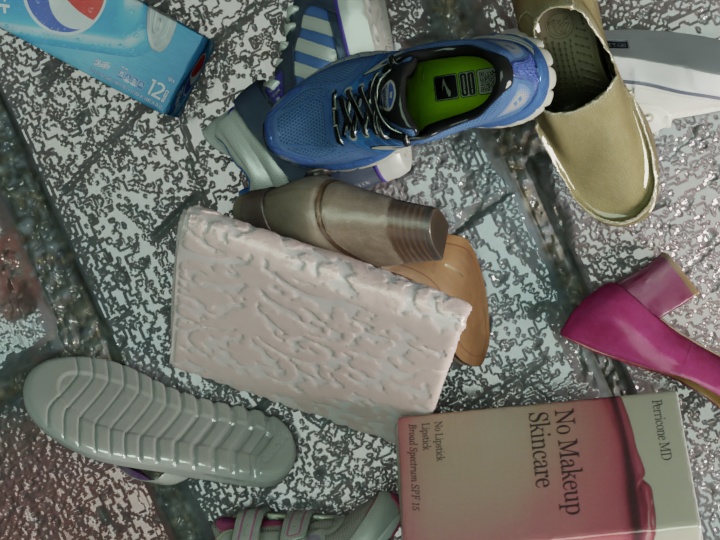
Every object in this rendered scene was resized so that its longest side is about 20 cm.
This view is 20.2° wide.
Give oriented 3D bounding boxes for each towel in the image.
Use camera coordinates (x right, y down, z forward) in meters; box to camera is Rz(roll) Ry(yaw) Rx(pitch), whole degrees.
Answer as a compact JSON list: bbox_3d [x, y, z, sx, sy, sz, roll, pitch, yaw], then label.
[{"bbox_3d":[-0.033,0.041,1.389,0.199,0.191,0.032,18,58,3],"label":"towel"}]

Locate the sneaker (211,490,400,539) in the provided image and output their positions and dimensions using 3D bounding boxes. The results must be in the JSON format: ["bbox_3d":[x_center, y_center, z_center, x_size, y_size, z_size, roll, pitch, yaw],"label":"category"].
[{"bbox_3d":[-0.062,0.205,1.439,0.199,0.081,0.088,-31,92,4],"label":"sneaker"}]

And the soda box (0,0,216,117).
[{"bbox_3d":[-0.206,-0.183,1.439,0.199,0.068,0.064,28,94,2],"label":"soda box"}]

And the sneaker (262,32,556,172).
[{"bbox_3d":[0.021,-0.114,1.313,0.199,0.089,0.079,-14,86,24],"label":"sneaker"}]

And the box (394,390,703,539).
[{"bbox_3d":[0.128,0.170,1.384,0.199,0.128,0.109,-7,133,4],"label":"box"}]

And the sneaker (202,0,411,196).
[{"bbox_3d":[-0.052,-0.141,1.426,0.146,0.081,0.201,-14,81,14],"label":"sneaker"}]

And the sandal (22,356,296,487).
[{"bbox_3d":[-0.148,0.122,1.454,0.202,0.083,0.050,17,136,1],"label":"sandal"}]

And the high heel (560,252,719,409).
[{"bbox_3d":[0.231,0.091,1.421,0.096,0.067,0.200,-35,75,-5],"label":"high heel"}]

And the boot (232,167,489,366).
[{"bbox_3d":[0.000,0.000,1.404,0.145,0.200,0.071,3,55,21],"label":"boot"}]

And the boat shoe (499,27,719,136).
[{"bbox_3d":[0.190,-0.125,1.423,0.199,0.071,0.070,3,120,0],"label":"boat shoe"}]

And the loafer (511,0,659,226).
[{"bbox_3d":[0.147,-0.111,1.363,0.076,0.068,0.201,-19,112,17],"label":"loafer"}]
